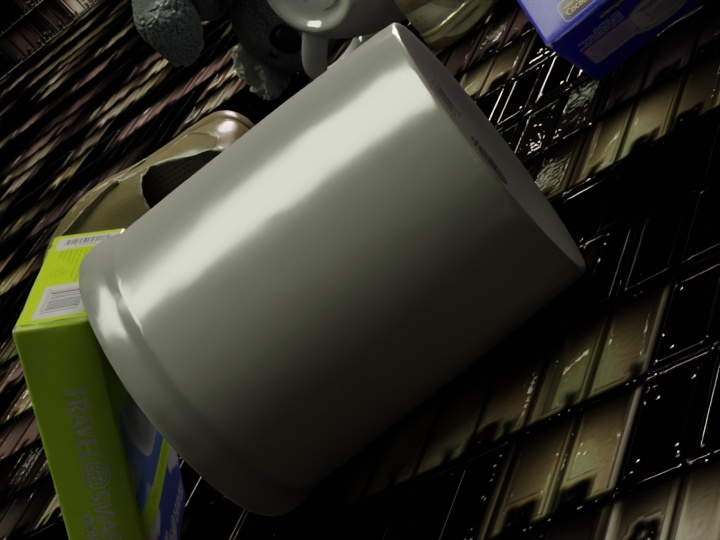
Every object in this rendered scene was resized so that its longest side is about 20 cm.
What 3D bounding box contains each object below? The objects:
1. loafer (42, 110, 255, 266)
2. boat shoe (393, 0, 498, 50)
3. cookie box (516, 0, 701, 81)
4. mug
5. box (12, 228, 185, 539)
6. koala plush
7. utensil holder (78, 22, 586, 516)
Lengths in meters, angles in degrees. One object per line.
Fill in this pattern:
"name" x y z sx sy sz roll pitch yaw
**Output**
"loafer" -0.159 -0.045 1.286 0.200 0.076 0.067 -41 10 8
"boat shoe" 0.106 -0.265 1.376 0.200 0.065 0.072 -48 18 -12
"cookie box" 0.148 -0.247 1.052 0.171 0.075 0.200 -38 60 18
"mug" -0.004 -0.247 1.441 0.175 0.147 0.200 -44 -29 -48
"box" -0.136 0.093 0.945 0.048 0.200 0.122 -8 23 4
"koala plush" -0.093 -0.257 1.594 0.177 0.200 0.184 -44 35 15
"utensil holder" -0.011 -0.001 0.871 0.200 0.170 0.170 -37 19 11
